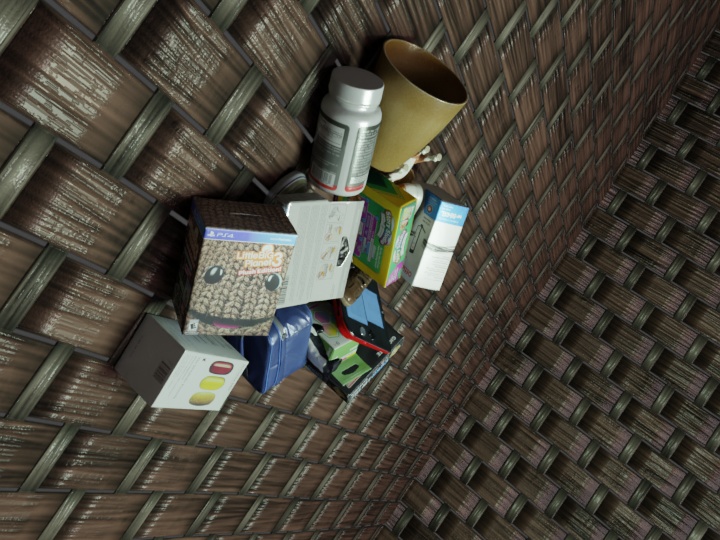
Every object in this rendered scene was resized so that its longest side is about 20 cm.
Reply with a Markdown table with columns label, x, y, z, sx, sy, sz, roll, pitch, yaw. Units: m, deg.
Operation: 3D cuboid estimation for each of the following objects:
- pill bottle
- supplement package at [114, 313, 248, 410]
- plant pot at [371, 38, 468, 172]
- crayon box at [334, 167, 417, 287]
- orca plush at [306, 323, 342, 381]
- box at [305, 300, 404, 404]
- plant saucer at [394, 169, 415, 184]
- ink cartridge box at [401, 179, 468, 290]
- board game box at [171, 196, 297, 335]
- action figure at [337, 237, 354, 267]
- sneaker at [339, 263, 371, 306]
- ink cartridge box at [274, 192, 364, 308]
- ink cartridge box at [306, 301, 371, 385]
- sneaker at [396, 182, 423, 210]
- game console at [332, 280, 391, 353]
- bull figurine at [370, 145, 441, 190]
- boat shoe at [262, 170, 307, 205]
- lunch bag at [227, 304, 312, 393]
| label | x | y | z | sx | sy | sz | roll | pitch | yaw |
| --- | --- | --- | --- | --- | --- | --- | --- | --- | --- |
| pill bottle | -0.024 | -0.248 | 1.274 | 0.113 | 0.113 | 0.204 | -26 | 142 | -45 |
| supplement package | -0.308 | 0.165 | 1.254 | 0.115 | 0.109 | 0.199 | -56 | 154 | 4 |
| plant pot | 0.076 | -0.296 | 1.355 | 0.184 | 0.187 | 0.202 | -21 | 154 | -49 |
| crayon box | 0.021 | -0.097 | 1.458 | 0.058 | 0.171 | 0.204 | -31 | 145 | -38 |
| orca plush | -0.097 | 0.126 | 1.465 | 0.070 | 0.199 | 0.108 | -23 | 135 | -34 |
| box | -0.034 | 0.165 | 1.629 | 0.199 | 0.197 | 0.050 | -42 | 157 | -25 |
| plant saucer | 0.049 | -0.150 | 1.603 | 0.199 | 0.035 | 0.203 | -42 | 151 | -29 |
| ink cartridge box | 0.146 | -0.079 | 1.611 | 0.082 | 0.146 | 0.205 | 9 | 109 | -29 |
| board game box | -0.211 | -0.003 | 1.179 | 0.155 | 0.097 | 0.204 | 2 | 122 | -29 |
| action figure | -0.068 | -0.063 | 1.412 | 0.198 | 0.119 | 0.103 | 6 | 124 | -55 |
| sneaker | 0.000 | 0.000 | 1.541 | 0.075 | 0.071 | 0.201 | -31 | -162 | 27 |
| ink cartridge box | -0.089 | -0.038 | 1.300 | 0.173 | 0.044 | 0.205 | -7 | 119 | -41 |
| ink cartridge box | -0.065 | 0.145 | 1.551 | 0.103 | 0.199 | 0.060 | -20 | 144 | -49 |
| sneaker | 0.066 | -0.109 | 1.584 | 0.082 | 0.073 | 0.204 | -1 | 128 | -29 |
| game console | -0.001 | 0.073 | 1.578 | 0.031 | 0.205 | 0.175 | -31 | 144 | 30 |
| bull figurine | 0.091 | -0.233 | 1.486 | 0.201 | 0.120 | 0.066 | -49 | 128 | -17 |
| boat shoe | -0.153 | -0.087 | 1.291 | 0.202 | 0.061 | 0.072 | -54 | 154 | -5 |
| lunch bag | -0.186 | 0.130 | 1.397 | 0.131 | 0.135 | 0.204 | -33 | 146 | -38 |
